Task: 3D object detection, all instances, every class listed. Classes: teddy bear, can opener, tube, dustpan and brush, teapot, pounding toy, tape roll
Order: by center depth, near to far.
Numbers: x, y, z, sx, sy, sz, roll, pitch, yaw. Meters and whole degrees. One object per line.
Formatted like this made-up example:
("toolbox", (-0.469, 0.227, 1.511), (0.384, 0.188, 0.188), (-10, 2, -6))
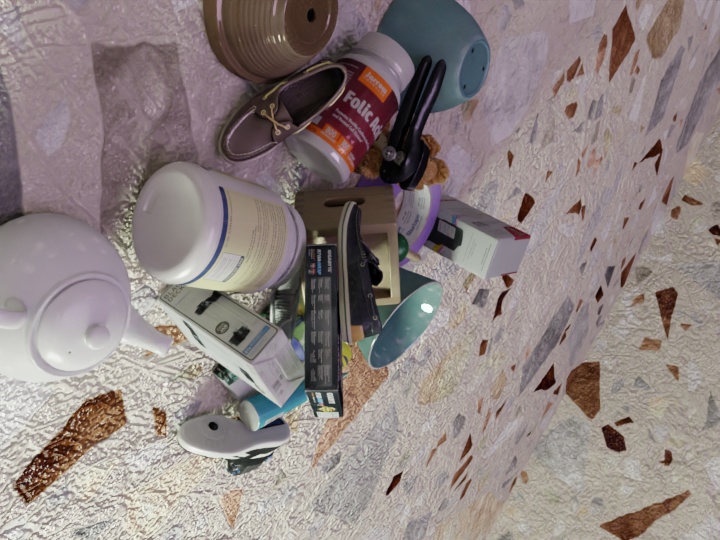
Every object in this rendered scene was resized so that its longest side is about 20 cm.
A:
("teapot", (-0.324, 0.042, 0.784), (0.199, 0.145, 0.200), (-35, 138, -35))
("dustpan and brush", (-0.125, 0.078, 1.080), (0.202, 0.056, 0.141), (102, -4, -45))
("can opener", (0.078, -0.225, 1.101), (0.078, 0.062, 0.204), (0, 106, -66))
("pounding toy", (0.003, -0.039, 1.158), (0.144, 0.196, 0.187), (-93, 178, -50))
("teddy bear", (0.066, -0.191, 1.183), (0.197, 0.067, 0.148), (16, 59, -28))
("tube", (-0.111, 0.207, 1.219), (0.198, 0.077, 0.051), (-19, 102, -45))
("tape roll", (0.063, -0.108, 1.307), (0.199, 0.065, 0.203), (-35, 138, -38))

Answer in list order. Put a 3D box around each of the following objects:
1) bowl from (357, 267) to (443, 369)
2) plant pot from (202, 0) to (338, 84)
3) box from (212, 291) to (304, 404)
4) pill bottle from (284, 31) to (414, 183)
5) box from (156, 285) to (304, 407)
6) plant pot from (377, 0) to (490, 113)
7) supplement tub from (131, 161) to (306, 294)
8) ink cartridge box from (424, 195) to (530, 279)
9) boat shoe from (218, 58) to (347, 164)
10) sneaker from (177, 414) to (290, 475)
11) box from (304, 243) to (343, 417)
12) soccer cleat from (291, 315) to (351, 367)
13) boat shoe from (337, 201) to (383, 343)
("bowl", (0.052, 0.071, 1.358), (0.200, 0.105, 0.202), (-37, 152, -23))
("plant pot", (-0.091, -0.328, 0.908), (0.200, 0.092, 0.204), (-36, 139, -38))
("box", (-0.143, 0.131, 1.207), (0.201, 0.036, 0.145), (-52, 146, -20))
("pill bottle", (-0.012, -0.239, 1.062), (0.202, 0.113, 0.114), (-55, 147, -12))
("box", (-0.174, 0.089, 0.982), (0.060, 0.198, 0.117), (-49, 143, -21))
("plant pot", (0.130, -0.341, 1.177), (0.199, 0.134, 0.203), (-34, 138, -38))
("supplement tub", (-0.175, -0.047, 0.935), (0.199, 0.144, 0.147), (12, 102, -57))
("ink cartridge box", (0.207, -0.069, 1.417), (0.145, 0.198, 0.084), (-8, 122, -52))
("boat shoe", (-0.101, -0.210, 0.957), (0.199, 0.059, 0.072), (-36, 106, -10))
("sneaker", (-0.218, 0.294, 1.183), (0.197, 0.074, 0.112), (7, 132, -39))
("box", (-0.050, 0.087, 1.006), (0.160, 0.045, 0.204), (88, 1, -67))
("soccer cleat", (-0.061, 0.120, 1.216), (0.084, 0.065, 0.199), (-48, 148, 12))
("boat shoe", (0.000, 0.000, 0.991), (0.075, 0.061, 0.204), (82, 5, -65))
